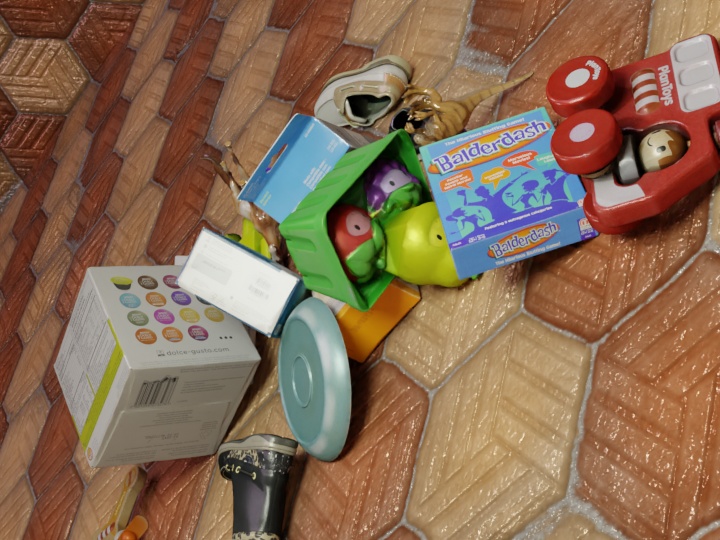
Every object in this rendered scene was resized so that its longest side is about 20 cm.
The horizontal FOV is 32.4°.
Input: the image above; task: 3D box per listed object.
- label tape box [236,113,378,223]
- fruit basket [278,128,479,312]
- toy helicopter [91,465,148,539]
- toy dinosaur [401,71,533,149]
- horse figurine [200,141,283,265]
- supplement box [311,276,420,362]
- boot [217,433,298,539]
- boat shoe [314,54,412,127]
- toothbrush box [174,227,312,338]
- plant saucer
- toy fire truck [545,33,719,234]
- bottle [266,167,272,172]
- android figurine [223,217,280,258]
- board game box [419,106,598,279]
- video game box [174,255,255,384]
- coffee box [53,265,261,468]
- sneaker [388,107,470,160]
[{"bbox_3d":[-0.050,-0.118,1.648,0.066,0.199,0.144,45,108,28],"label":"label tape box"},{"bbox_3d":[0.039,-0.051,1.429,0.214,0.156,0.216,-18,29,10],"label":"fruit basket"},{"bbox_3d":[-0.370,0.392,1.892,0.132,0.079,0.201,-22,43,52],"label":"toy helicopter"},{"bbox_3d":[0.110,-0.189,1.487,0.200,0.106,0.061,-44,-28,-37],"label":"toy dinosaur"},{"bbox_3d":[-0.167,-0.107,1.853,0.050,0.133,0.200,-31,49,-13],"label":"horse figurine"},{"bbox_3d":[0.000,0.000,1.582,0.126,0.073,0.201,-49,30,28],"label":"supplement box"},{"bbox_3d":[-0.143,0.295,1.568,0.203,0.073,0.155,146,134,-61],"label":"boot"},{"bbox_3d":[-0.007,-0.251,1.836,0.199,0.074,0.069,-25,38,50],"label":"boat shoe"},{"bbox_3d":[-0.140,0.022,1.644,0.086,0.146,0.200,-62,-11,-1],"label":"toothbrush box"},{"bbox_3d":[-0.062,0.134,1.518,0.200,0.027,0.202,175,90,-66],"label":"plant saucer"},{"bbox_3d":[0.274,-0.135,1.179,0.167,0.112,0.201,-19,42,22],"label":"toy fire truck"},{"bbox_3d":[-0.108,-0.108,1.893,0.200,0.065,0.084,20,92,64],"label":"bottle"},{"bbox_3d":[-0.183,0.020,1.918,0.182,0.041,0.202,-37,45,41],"label":"android figurine"},{"bbox_3d":[0.154,-0.087,1.329,0.151,0.045,0.201,-18,37,4],"label":"board game box"},{"bbox_3d":[-0.221,0.072,1.862,0.199,0.046,0.184,4,89,55],"label":"video game box"},{"bbox_3d":[-0.292,0.130,1.751,0.198,0.198,0.201,58,135,37],"label":"coffee box"},{"bbox_3d":[0.072,-0.189,1.614,0.076,0.087,0.200,-62,25,0],"label":"sneaker"}]
